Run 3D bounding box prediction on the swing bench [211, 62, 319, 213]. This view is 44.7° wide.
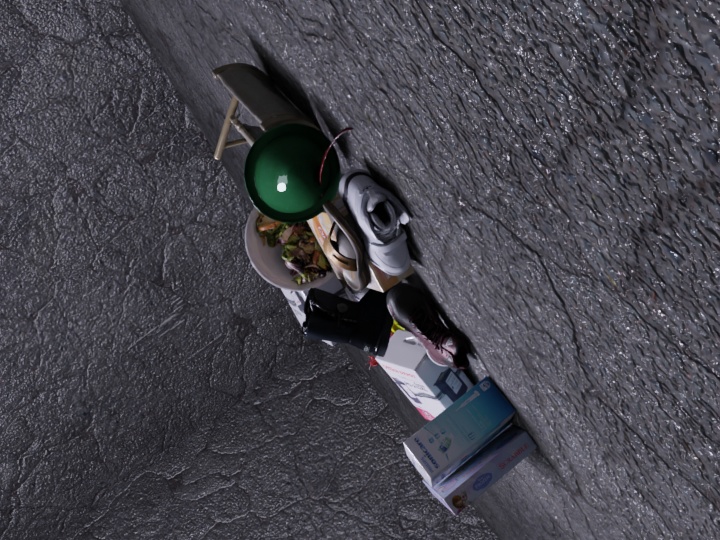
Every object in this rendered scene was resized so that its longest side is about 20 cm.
[{"bbox_3d":[-0.168,-0.249,1.585,0.199,0.129,0.201,50,147,35],"label":"swing bench"}]

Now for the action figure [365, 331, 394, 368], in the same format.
[{"bbox_3d":[0.069,0.201,1.840,0.200,0.099,0.065,56,170,-23],"label":"action figure"}]

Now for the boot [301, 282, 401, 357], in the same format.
[{"bbox_3d":[-0.016,0.057,1.639,0.167,0.201,0.077,17,144,-4],"label":"boot"}]

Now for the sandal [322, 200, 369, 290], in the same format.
[{"bbox_3d":[-0.033,-0.030,1.447,0.082,0.054,0.200,49,162,34],"label":"sandal"}]

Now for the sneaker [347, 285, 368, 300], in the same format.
[{"bbox_3d":[0.000,0.000,1.822,0.200,0.075,0.115,57,173,-13],"label":"sneaker"}]

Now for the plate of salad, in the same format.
[{"bbox_3d":[-0.117,-0.062,1.642,0.200,0.200,0.048,55,165,-5],"label":"plate of salad"}]

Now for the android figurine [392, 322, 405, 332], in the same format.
[{"bbox_3d":[0.115,0.147,1.849,0.182,0.041,0.200,29,157,33],"label":"android figurine"}]

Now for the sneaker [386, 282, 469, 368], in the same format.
[{"bbox_3d":[0.136,0.104,1.577,0.200,0.076,0.115,48,169,-24],"label":"sneaker"}]

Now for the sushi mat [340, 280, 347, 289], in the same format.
[{"bbox_3d":[-0.029,-0.051,1.712,0.096,0.012,0.200,53,142,21],"label":"sushi mat"}]

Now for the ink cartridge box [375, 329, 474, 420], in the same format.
[{"bbox_3d":[0.143,0.223,1.763,0.200,0.084,0.145,51,158,-26],"label":"ink cartridge box"}]

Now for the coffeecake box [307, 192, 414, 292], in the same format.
[{"bbox_3d":[-0.007,-0.055,1.553,0.154,0.073,0.200,63,162,-17],"label":"coffeecake box"}]

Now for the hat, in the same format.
[{"bbox_3d":[-0.098,-0.141,1.400,0.176,0.165,0.201,-118,20,-63],"label":"hat"}]

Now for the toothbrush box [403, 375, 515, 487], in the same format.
[{"bbox_3d":[0.183,0.303,1.628,0.085,0.200,0.147,51,171,19],"label":"toothbrush box"}]

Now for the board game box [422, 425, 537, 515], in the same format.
[{"bbox_3d":[0.225,0.375,1.685,0.041,0.200,0.200,52,173,-1],"label":"board game box"}]

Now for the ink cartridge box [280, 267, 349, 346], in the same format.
[{"bbox_3d":[-0.099,0.038,1.770,0.145,0.084,0.201,20,142,59],"label":"ink cartridge box"}]

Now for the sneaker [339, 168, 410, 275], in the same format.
[{"bbox_3d":[0.037,-0.061,1.385,0.201,0.075,0.115,62,172,-28],"label":"sneaker"}]

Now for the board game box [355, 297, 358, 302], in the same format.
[{"bbox_3d":[0.020,0.072,1.976,0.103,0.019,0.200,52,-164,-31],"label":"board game box"}]
